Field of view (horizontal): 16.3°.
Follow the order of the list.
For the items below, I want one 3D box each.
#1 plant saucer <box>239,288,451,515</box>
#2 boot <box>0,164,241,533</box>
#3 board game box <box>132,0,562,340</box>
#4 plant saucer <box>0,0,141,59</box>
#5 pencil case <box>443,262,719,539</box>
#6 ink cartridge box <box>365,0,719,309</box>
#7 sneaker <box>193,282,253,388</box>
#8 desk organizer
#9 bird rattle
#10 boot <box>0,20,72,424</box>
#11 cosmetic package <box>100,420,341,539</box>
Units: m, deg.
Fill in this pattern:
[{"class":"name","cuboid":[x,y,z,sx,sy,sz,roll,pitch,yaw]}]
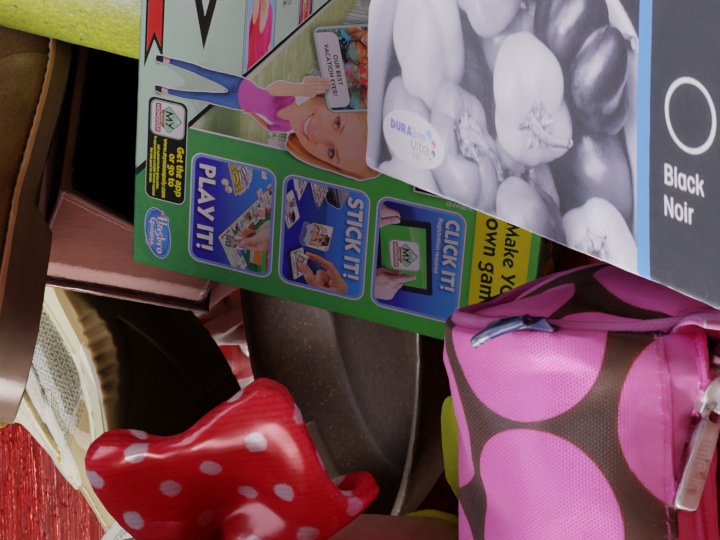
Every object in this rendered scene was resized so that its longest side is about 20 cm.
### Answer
[{"class":"plant saucer","cuboid":[0.000,0.000,0.891,0.200,0.037,0.201,173,90,-71]},{"class":"boot","cuboid":[-0.127,0.052,1.000,0.154,0.072,0.200,-22,93,46]},{"class":"board game box","cuboid":[0.001,-0.081,0.740,0.029,0.134,0.201,-46,-35,-56]},{"class":"plant saucer","cuboid":[-0.073,-0.167,0.811,0.199,0.048,0.201,15,103,26]},{"class":"pencil case","cuboid":[0.068,0.100,0.657,0.094,0.091,0.201,5,103,46]},{"class":"ink cartridge box","cuboid":[0.069,-0.100,0.596,0.198,0.043,0.201,25,119,54]},{"class":"sneaker","cuboid":[-0.074,-0.012,1.028,0.105,0.075,0.201,-115,15,-46]},{"class":"desk organizer","cuboid":[-0.073,-0.095,0.928,0.077,0.071,0.201,125,152,-63]},{"class":"bird rattle","cuboid":[-0.022,0.097,0.733,0.163,0.200,0.113,-24,76,45]},{"class":"boot","cuboid":[-0.144,-0.045,0.874,0.074,0.075,0.200,117,160,-52]},{"class":"cosmetic package","cuboid":[-0.017,0.165,0.867,0.200,0.071,0.105,65,157,13]}]
